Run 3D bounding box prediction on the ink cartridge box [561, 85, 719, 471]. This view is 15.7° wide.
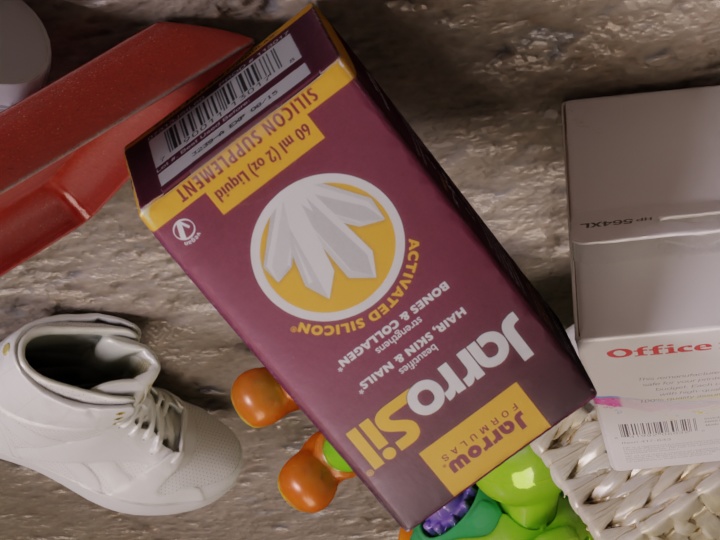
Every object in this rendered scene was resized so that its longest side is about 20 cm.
[{"bbox_3d":[0.169,0.000,1.255,0.128,0.126,0.200,-6,155,8],"label":"ink cartridge box"}]

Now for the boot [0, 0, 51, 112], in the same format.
[{"bbox_3d":[-0.236,-0.086,1.105,0.199,0.074,0.096,13,145,-30],"label":"boot"}]

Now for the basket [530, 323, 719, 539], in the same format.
[{"bbox_3d":[0.182,0.104,1.435,0.135,0.124,0.200,-35,149,6],"label":"basket"}]

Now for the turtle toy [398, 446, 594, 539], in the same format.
[{"bbox_3d":[0.091,0.151,1.601,0.145,0.101,0.200,-18,158,-21],"label":"turtle toy"}]

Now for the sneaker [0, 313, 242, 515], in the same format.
[{"bbox_3d":[-0.130,0.082,1.475,0.199,0.074,0.115,17,152,-32],"label":"sneaker"}]

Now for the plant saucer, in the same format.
[{"bbox_3d":[-0.163,-0.032,1.165,0.200,0.037,0.200,-34,177,-37],"label":"plant saucer"}]

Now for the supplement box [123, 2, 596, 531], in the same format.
[{"bbox_3d":[0.000,0.000,1.150,0.110,0.086,0.200,-37,113,6],"label":"supplement box"}]

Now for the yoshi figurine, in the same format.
[{"bbox_3d":[0.008,0.062,1.406,0.112,0.113,0.200,23,143,-31],"label":"yoshi figurine"}]
